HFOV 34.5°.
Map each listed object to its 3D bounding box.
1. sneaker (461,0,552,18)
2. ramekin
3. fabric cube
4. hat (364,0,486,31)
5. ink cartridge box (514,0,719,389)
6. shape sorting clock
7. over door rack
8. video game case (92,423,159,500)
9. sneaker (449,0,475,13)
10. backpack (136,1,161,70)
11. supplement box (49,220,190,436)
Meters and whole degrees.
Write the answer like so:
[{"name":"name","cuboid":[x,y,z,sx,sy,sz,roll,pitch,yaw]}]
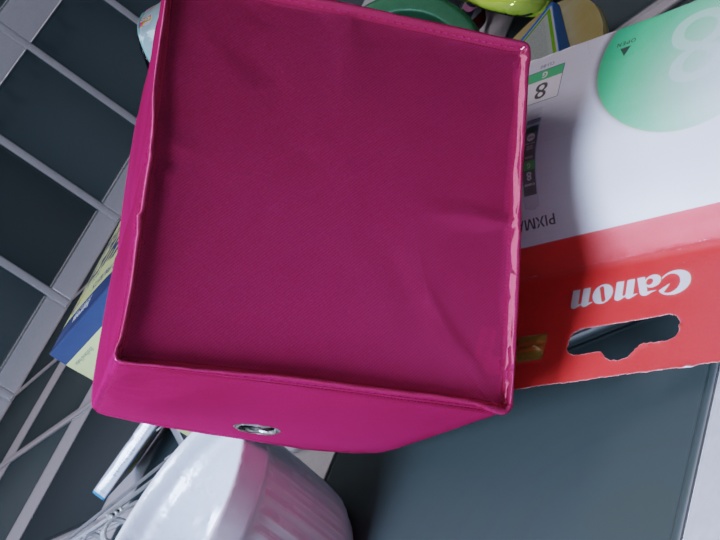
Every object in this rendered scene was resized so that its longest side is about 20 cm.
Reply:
[{"name":"sneaker","cuboid":[0.100,-0.291,1.066,0.199,0.074,0.084,27,108,33]},{"name":"ramekin","cuboid":[-0.092,0.202,0.756,0.200,0.105,0.201,-48,18,21]},{"name":"fabric cube","cuboid":[-0.034,-0.015,0.640,0.199,0.194,0.202,141,137,-69]},{"name":"hat","cuboid":[0.064,-0.160,1.105,0.199,0.166,0.176,-35,-16,9]},{"name":"ink cartridge box","cuboid":[0.134,-0.043,0.589,0.160,0.050,0.201,-14,45,40]},{"name":"shape sorting clock","cuboid":[0.120,-0.113,0.873,0.200,0.039,0.201,-52,19,26]},{"name":"over door rack","cuboid":[-0.195,0.212,1.109,0.147,0.067,0.200,-35,12,49]},{"name":"video game case","cuboid":[-0.216,0.152,1.277,0.201,0.018,0.143,-55,0,4]},{"name":"sneaker","cuboid":[0.131,-0.308,1.193,0.081,0.071,0.200,-15,3,-8]},{"name":"backpack","cuboid":[-0.147,-0.219,1.262,0.153,0.201,0.176,-32,19,17]},{"name":"supplement box","cuboid":[-0.130,0.022,1.030,0.134,0.199,0.201,-39,24,44]}]
